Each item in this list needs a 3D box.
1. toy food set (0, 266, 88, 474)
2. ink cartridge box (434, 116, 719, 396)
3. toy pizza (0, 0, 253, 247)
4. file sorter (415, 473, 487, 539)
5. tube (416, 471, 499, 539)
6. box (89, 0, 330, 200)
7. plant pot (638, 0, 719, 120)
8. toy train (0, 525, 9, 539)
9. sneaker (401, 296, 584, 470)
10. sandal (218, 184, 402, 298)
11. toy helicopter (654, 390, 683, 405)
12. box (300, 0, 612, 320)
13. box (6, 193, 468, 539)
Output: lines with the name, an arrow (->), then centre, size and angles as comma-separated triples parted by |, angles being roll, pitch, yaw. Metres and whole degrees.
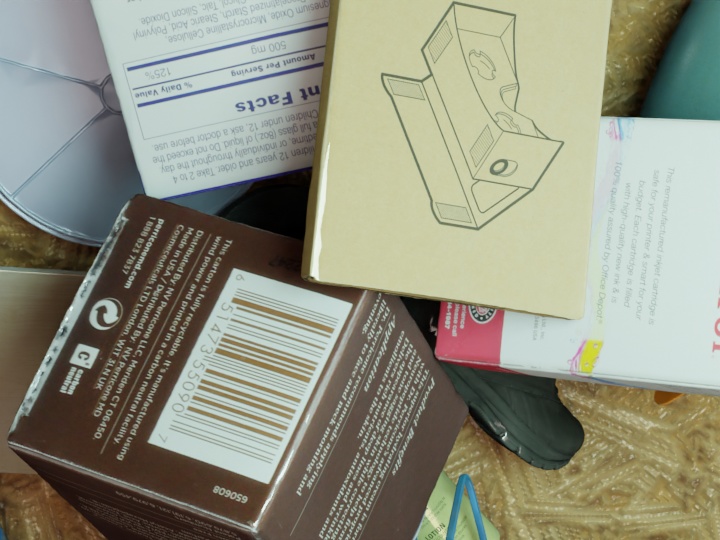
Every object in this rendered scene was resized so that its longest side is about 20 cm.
toy food set -> -0.182, 0.053, 1.374 | 0.200, 0.060, 0.144 | 4, 116, -8
ink cartridge box -> 0.152, -0.008, 1.230 | 0.200, 0.086, 0.148 | 6, 85, 31
toy pizza -> -0.145, -0.111, 1.334 | 0.200, 0.032, 0.200 | -3, 109, -8
file sorter -> -0.015, 0.217, 1.385 | 0.200, 0.123, 0.139 | -9, 112, 14
tube -> 0.007, 0.124, 1.430 | 0.200, 0.052, 0.058 | 47, 57, -16
box -> -0.051, -0.161, 1.241 | 0.184, 0.105, 0.200 | -11, 107, 9
plant pot -> 0.269, -0.103, 1.328 | 0.201, 0.201, 0.161 | 11, 99, -13
toy train -> -0.243, 0.252, 1.408 | 0.114, 0.087, 0.200 | -29, 110, -6
sneaker -> 0.094, 0.058, 1.386 | 0.091, 0.076, 0.200 | -50, 135, 1
sandal -> 0.001, -0.001, 1.364 | 0.200, 0.048, 0.075 | 19, 90, -29
toy helicopter -> 0.223, 0.023, 1.338 | 0.200, 0.079, 0.132 | -1, 134, 32
box -> 0.055, -0.082, 1.168 | 0.163, 0.021, 0.200 | 9, 83, -23
box -> -0.063, 0.088, 1.246 | 0.166, 0.164, 0.200 | -65, 153, -20
